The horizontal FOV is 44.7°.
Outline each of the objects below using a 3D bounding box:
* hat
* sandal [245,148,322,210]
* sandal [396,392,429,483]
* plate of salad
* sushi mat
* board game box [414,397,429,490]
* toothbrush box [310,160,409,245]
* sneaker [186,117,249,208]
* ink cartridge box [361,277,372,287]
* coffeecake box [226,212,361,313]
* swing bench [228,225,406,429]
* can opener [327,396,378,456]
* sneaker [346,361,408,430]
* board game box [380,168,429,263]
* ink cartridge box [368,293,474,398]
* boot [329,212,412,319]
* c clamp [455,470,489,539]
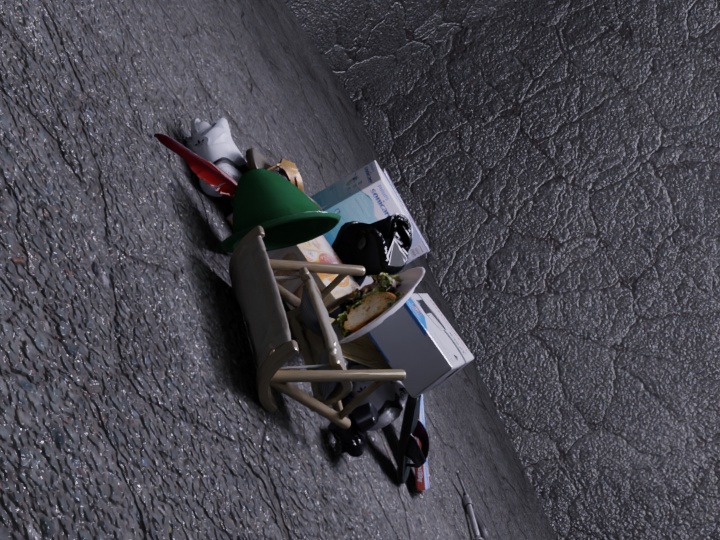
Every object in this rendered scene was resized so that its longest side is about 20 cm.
[{"bbox_3d":[-0.138,-0.130,1.206,0.200,0.165,0.177,-3,75,-53],"label":"hat"},{"bbox_3d":[-0.107,-0.132,1.339,0.200,0.054,0.082,39,23,-46],"label":"sandal"},{"bbox_3d":[0.091,0.284,1.454,0.075,0.048,0.201,-62,161,-53],"label":"sandal"},{"bbox_3d":[0.010,0.048,1.317,0.048,0.200,0.200,53,11,-9],"label":"plate of salad"},{"bbox_3d":[-0.023,0.113,1.403,0.199,0.012,0.096,22,31,-24],"label":"sushi mat"},{"bbox_3d":[0.106,0.296,1.596,0.103,0.019,0.201,49,36,-75],"label":"board game box"},{"bbox_3d":[-0.016,-0.103,1.764,0.147,0.199,0.085,54,12,-34],"label":"toothbrush box"},{"bbox_3d":[-0.199,-0.166,1.347,0.115,0.075,0.200,67,14,13],"label":"sneaker"},{"bbox_3d":[0.019,0.050,1.721,0.145,0.084,0.200,47,1,10],"label":"ink cartridge box"},{"bbox_3d":[-0.100,-0.025,1.370,0.200,0.073,0.153,54,15,5],"label":"coffeecake box"},{"bbox_3d":[-0.076,0.077,1.138,0.199,0.130,0.200,19,38,-39],"label":"swing bench"},{"bbox_3d":[-0.010,0.231,1.303,0.200,0.078,0.064,176,-107,-87],"label":"can opener"},{"bbox_3d":[0.024,0.190,1.489,0.115,0.075,0.200,62,11,-3],"label":"sneaker"},{"bbox_3d":[0.013,-0.081,1.858,0.200,0.199,0.041,60,8,-15],"label":"board game box"},{"bbox_3d":[0.099,0.117,1.434,0.145,0.084,0.200,54,13,11],"label":"ink cartridge box"},{"bbox_3d":[0.000,0.000,1.465,0.076,0.201,0.168,29,-15,-27],"label":"boot"},{"bbox_3d":[0.248,0.553,1.866,0.200,0.027,0.171,-103,167,-62],"label":"c clamp"}]
